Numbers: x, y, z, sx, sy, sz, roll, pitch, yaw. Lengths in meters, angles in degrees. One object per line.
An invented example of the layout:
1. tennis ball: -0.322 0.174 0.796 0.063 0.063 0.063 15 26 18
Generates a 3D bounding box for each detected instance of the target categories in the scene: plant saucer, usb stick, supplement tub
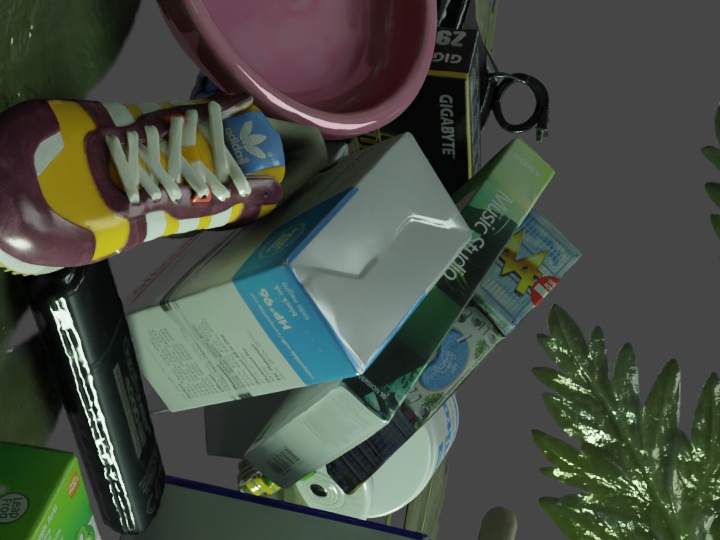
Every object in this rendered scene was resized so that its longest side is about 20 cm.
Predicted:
1. plant saucer: -0.042 -0.165 0.626 0.200 0.051 0.201 15 68 -42
2. usb stick: -0.130 0.060 0.583 0.056 0.032 0.200 -81 170 -46
3. supplement tub: 0.022 0.157 1.138 0.200 0.132 0.132 -19 116 -78

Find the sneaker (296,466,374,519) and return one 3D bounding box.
1. sneaker: -0.014 0.123 1.007 0.112 0.073 0.200 -59 145 -46

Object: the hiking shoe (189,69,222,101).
1. hiking shoe: -0.072 -0.140 0.679 0.087 0.074 0.200 65 25 -49

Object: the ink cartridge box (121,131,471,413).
1. ink cartridge box: -0.054 0.008 0.610 0.068 0.200 0.116 55 49 -16

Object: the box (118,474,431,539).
1. box: -0.044 0.221 0.722 0.200 0.183 0.105 76 27 -61

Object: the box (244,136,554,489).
1. box: 0.022 0.025 0.662 0.200 0.036 0.144 -54 -173 -33

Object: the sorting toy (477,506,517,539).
1. sorting toy: 0.051 0.269 0.694 0.185 0.036 0.200 -65 165 -50

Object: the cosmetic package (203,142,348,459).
1. cosmetic package: -0.057 0.022 0.780 0.107 0.090 0.201 -70 161 -59

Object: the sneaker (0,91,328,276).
1. sneaker: -0.086 -0.048 0.504 0.200 0.090 0.075 -25 98 -68

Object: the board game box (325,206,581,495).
1. board game box: 0.062 0.043 0.802 0.200 0.062 0.200 -43 172 -32

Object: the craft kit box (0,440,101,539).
1. craft kit box: -0.162 0.214 0.501 0.200 0.048 0.198 -70 165 -48

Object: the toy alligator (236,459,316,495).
1. toy alligator: -0.069 0.134 0.882 0.054 0.059 0.200 59 3 14

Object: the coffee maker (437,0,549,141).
1. coffee maker: 0.049 -0.176 0.897 0.200 0.191 0.135 46 40 -78

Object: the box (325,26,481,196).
1. box: 0.004 -0.092 0.818 0.200 0.159 0.049 81 21 -57
